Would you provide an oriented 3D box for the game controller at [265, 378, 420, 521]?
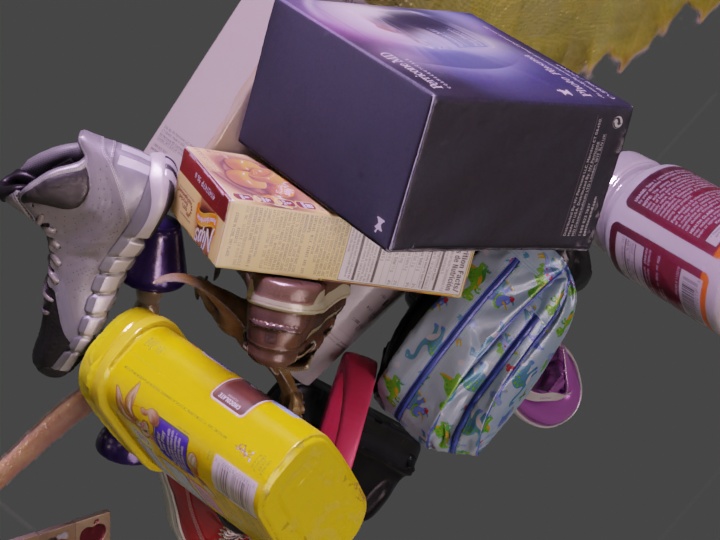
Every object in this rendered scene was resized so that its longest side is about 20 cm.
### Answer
[{"bbox_3d":[-0.029,0.160,1.687,0.104,0.042,0.199,-46,136,12],"label":"game controller"}]

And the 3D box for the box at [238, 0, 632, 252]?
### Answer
[{"bbox_3d":[0.053,-0.107,1.379,0.197,0.200,0.124,-2,117,-39],"label":"box"}]

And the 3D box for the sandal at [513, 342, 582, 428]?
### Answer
[{"bbox_3d":[0.167,0.090,1.792,0.082,0.050,0.203,-44,134,-10],"label":"sandal"}]

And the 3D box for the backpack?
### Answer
[{"bbox_3d":[0.097,0.051,1.541,0.199,0.154,0.163,-35,173,-11],"label":"backpack"}]

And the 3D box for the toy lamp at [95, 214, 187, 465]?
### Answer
[{"bbox_3d":[-0.172,0.052,1.491,0.058,0.058,0.202,-6,120,-37],"label":"toy lamp"}]

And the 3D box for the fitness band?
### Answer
[{"bbox_3d":[-0.030,0.162,1.563,0.037,0.144,0.201,17,122,-2],"label":"fitness band"}]

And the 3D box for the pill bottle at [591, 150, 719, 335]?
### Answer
[{"bbox_3d":[0.295,-0.027,1.726,0.113,0.200,0.115,-19,126,-29],"label":"pill bottle"}]

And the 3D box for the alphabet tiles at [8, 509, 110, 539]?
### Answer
[{"bbox_3d":[-0.295,0.294,1.559,0.198,0.008,0.169,-14,122,-33],"label":"alphabet tiles"}]

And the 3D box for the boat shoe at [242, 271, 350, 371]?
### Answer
[{"bbox_3d":[-0.055,0.036,1.421,0.202,0.074,0.076,-13,114,-80],"label":"boat shoe"}]

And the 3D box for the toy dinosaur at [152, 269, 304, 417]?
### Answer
[{"bbox_3d":[-0.090,0.035,1.459,0.058,0.101,0.200,-33,127,5],"label":"toy dinosaur"}]

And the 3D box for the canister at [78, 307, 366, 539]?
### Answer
[{"bbox_3d":[-0.100,0.128,1.409,0.087,0.199,0.149,-48,144,-16],"label":"canister"}]

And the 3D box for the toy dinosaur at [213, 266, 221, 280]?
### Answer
[{"bbox_3d":[-0.032,-0.052,1.524,0.077,0.102,0.200,40,103,-7],"label":"toy dinosaur"}]

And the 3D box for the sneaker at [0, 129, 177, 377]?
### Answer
[{"bbox_3d":[-0.226,-0.021,1.406,0.115,0.075,0.201,24,111,-20],"label":"sneaker"}]

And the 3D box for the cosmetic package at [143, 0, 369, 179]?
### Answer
[{"bbox_3d":[-0.069,-0.133,1.457,0.103,0.073,0.201,30,94,-45],"label":"cosmetic package"}]

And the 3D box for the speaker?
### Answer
[{"bbox_3d":[0.000,0.000,1.555,0.200,0.081,0.081,-44,135,7],"label":"speaker"}]

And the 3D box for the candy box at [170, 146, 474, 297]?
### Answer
[{"bbox_3d":[-0.027,-0.035,1.389,0.198,0.115,0.056,6,110,-26],"label":"candy box"}]

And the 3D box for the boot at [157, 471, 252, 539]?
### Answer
[{"bbox_3d":[-0.101,0.212,1.576,0.072,0.144,0.201,-36,133,-19],"label":"boot"}]

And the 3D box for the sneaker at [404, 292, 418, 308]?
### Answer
[{"bbox_3d":[0.126,-0.004,1.692,0.199,0.074,0.080,-27,134,-26],"label":"sneaker"}]
